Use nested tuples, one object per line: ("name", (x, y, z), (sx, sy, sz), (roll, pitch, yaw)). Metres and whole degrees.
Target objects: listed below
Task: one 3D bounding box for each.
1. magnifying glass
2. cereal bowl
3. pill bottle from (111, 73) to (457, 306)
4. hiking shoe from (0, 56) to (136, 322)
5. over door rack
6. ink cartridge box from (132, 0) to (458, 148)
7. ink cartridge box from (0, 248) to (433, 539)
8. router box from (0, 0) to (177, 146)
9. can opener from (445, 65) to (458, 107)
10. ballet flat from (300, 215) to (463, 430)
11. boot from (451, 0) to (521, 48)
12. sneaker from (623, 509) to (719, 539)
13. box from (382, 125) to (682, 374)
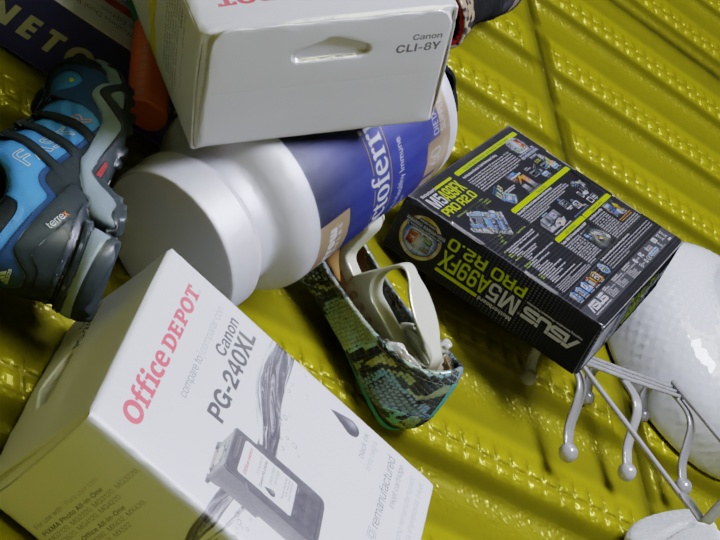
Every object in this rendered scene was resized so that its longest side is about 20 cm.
("magnifying glass", (-0.121, -0.156, 1.136), (0.079, 0.022, 0.201), (32, 35, -30))
("cereal bowl", (0.279, 0.059, 1.490), (0.200, 0.083, 0.201), (34, 36, -29))
("pill bottle", (-0.044, -0.060, 1.101), (0.116, 0.116, 0.200), (52, 52, -1))
("hiking shoe", (-0.169, -0.060, 1.016), (0.086, 0.075, 0.201), (17, 32, -18))
("over door rack", (0.211, 0.128, 1.301), (0.147, 0.067, 0.200), (19, 15, -43))
("ink cartridge box", (-0.051, -0.168, 1.064), (0.144, 0.084, 0.201), (-8, 48, -18))
("ink cartridge box", (-0.069, 0.109, 0.966), (0.200, 0.083, 0.146), (43, 32, -16))
("router box", (-0.159, -0.184, 1.178), (0.199, 0.049, 0.180), (33, 36, -30))
("can opener", (-0.008, -0.137, 1.340), (0.199, 0.078, 0.064), (16, 85, -41))
("ballet flat", (0.000, 0.000, 1.187), (0.201, 0.074, 0.074), (57, 31, 8))
("boot", (0.044, -0.268, 1.520), (0.201, 0.073, 0.151), (54, 30, -8))
("sneaker", (0.212, 0.240, 1.246), (0.200, 0.075, 0.106), (-81, 161, -67))
("box", (0.125, -0.020, 1.348), (0.160, 0.044, 0.200), (34, 28, 11))
